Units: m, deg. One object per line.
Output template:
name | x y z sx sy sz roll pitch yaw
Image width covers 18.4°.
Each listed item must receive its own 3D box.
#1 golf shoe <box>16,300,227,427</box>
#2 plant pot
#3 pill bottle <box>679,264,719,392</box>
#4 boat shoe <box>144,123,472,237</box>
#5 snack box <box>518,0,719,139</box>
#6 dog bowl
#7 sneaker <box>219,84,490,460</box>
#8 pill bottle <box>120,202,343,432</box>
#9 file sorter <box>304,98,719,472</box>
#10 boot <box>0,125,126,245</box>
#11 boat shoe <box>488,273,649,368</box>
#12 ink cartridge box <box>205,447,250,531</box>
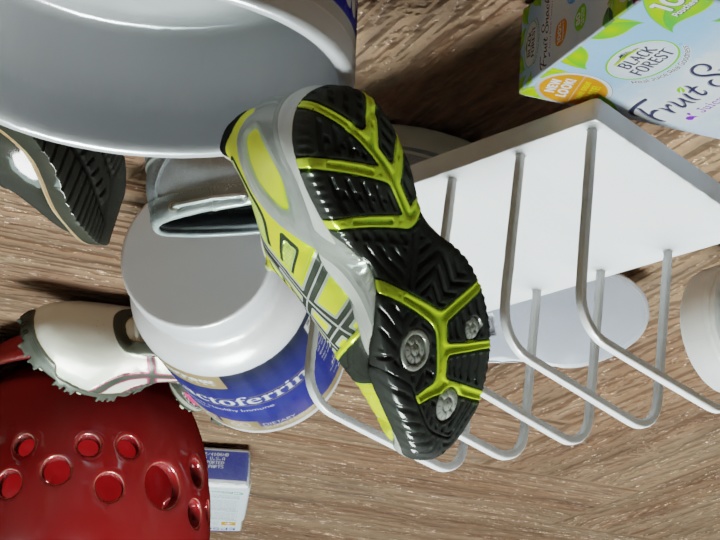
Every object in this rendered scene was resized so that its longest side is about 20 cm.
golf shoe | -0.145 0.048 1.579 0.200 0.077 0.088 13 139 -33
plant pot | -0.210 0.148 1.677 0.200 0.183 0.200 2 161 1
pill bottle | 0.295 0.018 1.338 0.111 0.111 0.200 19 155 -39
boat shoe | -0.024 -0.041 1.273 0.200 0.072 0.070 1 160 0
snack box | 0.196 -0.109 1.073 0.200 0.053 0.142 11 159 -20
dog bowl | -0.100 -0.125 1.036 0.200 0.079 0.200 3 160 1
sneaker | 0.000 0.000 1.060 0.076 0.075 0.200 4 123 46
pill bottle | -0.080 0.023 1.402 0.116 0.116 0.200 -1 160 11
file sorter | 0.084 0.019 1.163 0.200 0.125 0.139 -18 144 41
boot | -0.220 -0.082 1.205 0.138 0.078 0.200 1 148 19
boat shoe | 0.089 0.028 1.481 0.200 0.074 0.065 -3 -166 -4
ink cartridge box | -0.201 0.197 2.033 0.196 0.043 0.200 3 163 -5
